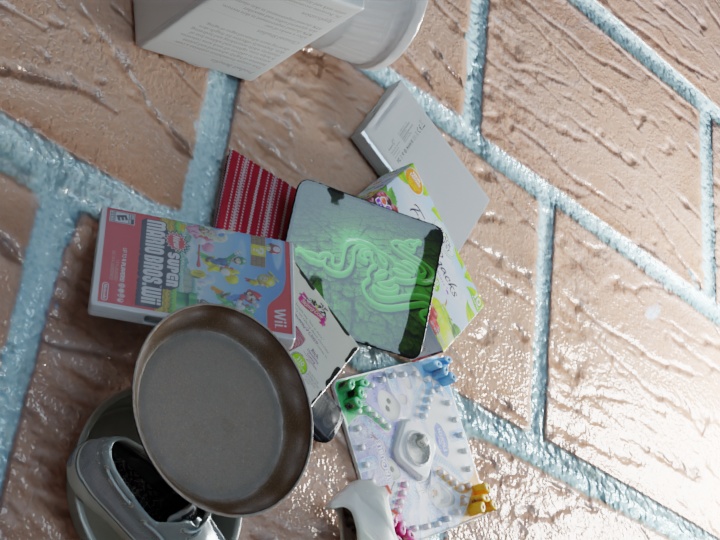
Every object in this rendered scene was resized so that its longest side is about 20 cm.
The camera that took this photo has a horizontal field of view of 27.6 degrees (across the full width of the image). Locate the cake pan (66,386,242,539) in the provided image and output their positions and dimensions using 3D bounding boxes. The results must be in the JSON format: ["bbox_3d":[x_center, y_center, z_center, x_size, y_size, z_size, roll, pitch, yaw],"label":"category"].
[{"bbox_3d":[-0.198,0.210,1.395,0.200,0.037,0.201,23,56,-39],"label":"cake pan"}]

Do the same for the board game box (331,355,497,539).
[{"bbox_3d":[0.067,0.205,1.695,0.200,0.026,0.201,-9,79,-49],"label":"board game box"}]

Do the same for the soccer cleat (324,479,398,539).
[{"bbox_3d":[0.022,0.322,1.568,0.077,0.069,0.201,-22,89,-33],"label":"soccer cleat"}]

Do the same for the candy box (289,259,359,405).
[{"bbox_3d":[-0.101,0.088,1.486,0.137,0.061,0.200,54,41,-10],"label":"candy box"}]

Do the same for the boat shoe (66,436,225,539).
[{"bbox_3d":[-0.176,0.222,1.329,0.201,0.071,0.070,45,45,-23],"label":"boat shoe"}]

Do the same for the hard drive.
[{"bbox_3d":[0.079,-0.128,1.863,0.200,0.026,0.132,52,42,-17],"label":"hard drive"}]

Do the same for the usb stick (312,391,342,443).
[{"bbox_3d":[-0.091,0.103,1.566,0.200,0.033,0.056,49,41,-20],"label":"usb stick"}]

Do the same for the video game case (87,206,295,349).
[{"bbox_3d":[-0.163,0.006,1.444,0.199,0.017,0.143,11,41,-14],"label":"video game case"}]

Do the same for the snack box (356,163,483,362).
[{"bbox_3d":[0.062,-0.011,1.751,0.201,0.053,0.142,63,31,-10],"label":"snack box"}]

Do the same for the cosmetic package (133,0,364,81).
[{"bbox_3d":[-0.128,-0.335,1.599,0.167,0.200,0.167,12,63,-43],"label":"cosmetic package"}]

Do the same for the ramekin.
[{"bbox_3d":[-0.007,-0.344,1.749,0.094,0.202,0.203,7,67,-31],"label":"ramekin"}]

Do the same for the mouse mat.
[{"bbox_3d":[0.000,0.000,1.649,0.199,0.008,0.162,18,76,-28],"label":"mouse mat"}]

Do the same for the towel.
[{"bbox_3d":[-0.085,-0.031,1.643,0.200,0.022,0.145,32,51,-34],"label":"towel"}]

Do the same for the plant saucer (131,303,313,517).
[{"bbox_3d":[-0.130,0.130,1.344,0.200,0.032,0.201,19,58,-34],"label":"plant saucer"}]
